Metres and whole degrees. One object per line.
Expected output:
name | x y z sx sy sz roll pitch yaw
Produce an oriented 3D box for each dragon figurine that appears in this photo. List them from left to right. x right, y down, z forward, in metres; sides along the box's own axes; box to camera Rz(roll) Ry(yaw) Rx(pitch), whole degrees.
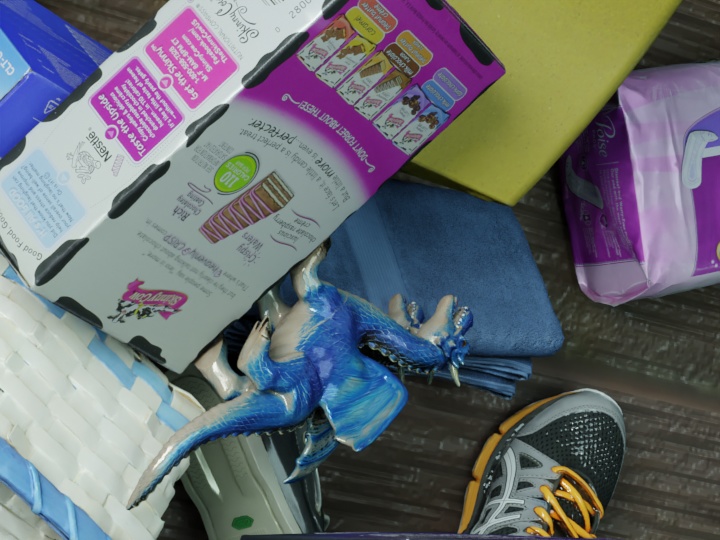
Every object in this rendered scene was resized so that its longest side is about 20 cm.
dragon figurine | -0.019 0.056 1.177 0.099 0.059 0.200 48 45 -14

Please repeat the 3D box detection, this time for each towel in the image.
towel | 0.000 0.000 1.305 0.199 0.049 0.112 9 50 -33

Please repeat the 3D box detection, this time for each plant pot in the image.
plant pot | 0.025 -0.142 1.266 0.200 0.200 0.177 22 89 -30

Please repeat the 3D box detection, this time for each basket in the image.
basket | -0.174 0.103 1.153 0.176 0.139 0.200 49 57 -21

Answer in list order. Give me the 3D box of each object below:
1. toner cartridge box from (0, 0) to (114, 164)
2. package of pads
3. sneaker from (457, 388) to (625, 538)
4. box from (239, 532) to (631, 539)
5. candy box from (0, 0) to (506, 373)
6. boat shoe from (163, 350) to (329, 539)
toner cartridge box | -0.127 -0.071 1.163 0.043 0.095 0.200 -45 150 8
package of pads | 0.202 -0.056 1.437 0.199 0.076 0.121 -11 93 -32
sneaker | 0.086 0.146 1.357 0.078 0.077 0.200 44 66 -22
box | 0.063 0.160 1.213 0.199 0.141 0.079 5 80 -34
candy box | -0.050 -0.058 1.109 0.200 0.061 0.136 -43 151 5
boat shoe | -0.036 0.129 1.284 0.068 0.072 0.201 -29 106 -51
